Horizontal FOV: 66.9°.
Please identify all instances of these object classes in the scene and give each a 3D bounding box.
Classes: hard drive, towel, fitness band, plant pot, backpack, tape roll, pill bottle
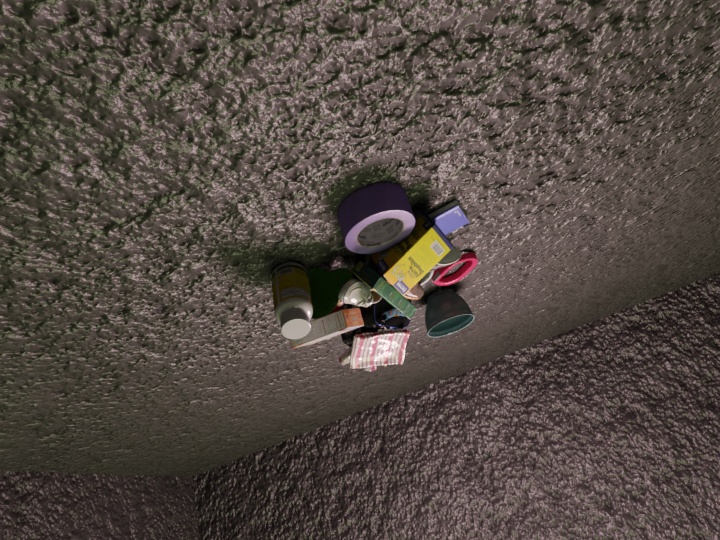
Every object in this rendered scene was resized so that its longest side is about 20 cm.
[{"bbox_3d":[0.219,-0.130,1.627,0.195,0.026,0.131,-27,153,18],"label":"hard drive"},{"bbox_3d":[0.062,0.262,1.803,0.192,0.030,0.150,-5,128,-16],"label":"towel"},{"bbox_3d":[0.334,-0.004,1.949,0.139,0.039,0.201,-5,153,-32],"label":"fitness band"},{"bbox_3d":[0.336,0.157,2.148,0.193,0.138,0.202,-15,156,-7],"label":"plant pot"},{"bbox_3d":[0.080,0.108,1.812,0.132,0.190,0.196,-15,160,42],"label":"backpack"},{"bbox_3d":[0.041,-0.134,1.430,0.193,0.087,0.202,-16,155,-8],"label":"tape roll"},{"bbox_3d":[-0.193,0.086,1.544,0.108,0.204,0.115,-8,138,-7],"label":"pill bottle"}]

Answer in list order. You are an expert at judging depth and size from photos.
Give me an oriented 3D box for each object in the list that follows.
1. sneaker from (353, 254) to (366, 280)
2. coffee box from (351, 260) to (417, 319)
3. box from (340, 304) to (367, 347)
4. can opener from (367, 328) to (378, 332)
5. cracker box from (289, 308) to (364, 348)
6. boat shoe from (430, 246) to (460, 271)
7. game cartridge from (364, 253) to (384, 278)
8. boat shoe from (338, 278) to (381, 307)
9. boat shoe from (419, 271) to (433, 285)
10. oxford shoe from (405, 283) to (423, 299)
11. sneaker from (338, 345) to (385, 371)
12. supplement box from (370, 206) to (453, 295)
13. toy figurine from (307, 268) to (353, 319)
[{"bbox_3d":[0.000,0.000,1.702,0.104,0.077,0.198,24,132,-39],"label":"sneaker"},{"bbox_3d":[0.070,0.056,1.570,0.044,0.122,0.199,-50,133,0],"label":"coffee box"},{"bbox_3d":[-0.016,0.184,1.926,0.084,0.169,0.200,-22,155,10],"label":"box"},{"bbox_3d":[0.050,0.158,1.879,0.065,0.206,0.054,-18,149,13],"label":"can opener"},{"bbox_3d":[-0.102,0.170,1.616,0.194,0.060,0.133,-21,170,21],"label":"cracker box"},{"bbox_3d":[0.228,-0.036,1.773,0.192,0.078,0.061,-4,154,-1],"label":"boat shoe"},{"bbox_3d":[0.104,-0.033,1.623,0.193,0.042,0.137,-4,125,-21],"label":"game cartridge"},{"bbox_3d":[0.006,0.074,1.611,0.198,0.069,0.073,6,112,-64],"label":"boat shoe"},{"bbox_3d":[0.188,0.026,1.883,0.069,0.074,0.198,-9,164,-43],"label":"boat shoe"},{"bbox_3d":[0.152,0.040,1.756,0.071,0.074,0.198,-5,152,44],"label":"oxford shoe"},{"bbox_3d":[0.020,0.303,1.887,0.193,0.091,0.082,-10,154,-19],"label":"sneaker"},{"bbox_3d":[0.143,-0.054,1.526,0.200,0.110,0.109,-44,127,8],"label":"supplement box"},{"bbox_3d":[-0.093,0.083,1.713,0.195,0.154,0.184,-25,160,4],"label":"toy figurine"}]
